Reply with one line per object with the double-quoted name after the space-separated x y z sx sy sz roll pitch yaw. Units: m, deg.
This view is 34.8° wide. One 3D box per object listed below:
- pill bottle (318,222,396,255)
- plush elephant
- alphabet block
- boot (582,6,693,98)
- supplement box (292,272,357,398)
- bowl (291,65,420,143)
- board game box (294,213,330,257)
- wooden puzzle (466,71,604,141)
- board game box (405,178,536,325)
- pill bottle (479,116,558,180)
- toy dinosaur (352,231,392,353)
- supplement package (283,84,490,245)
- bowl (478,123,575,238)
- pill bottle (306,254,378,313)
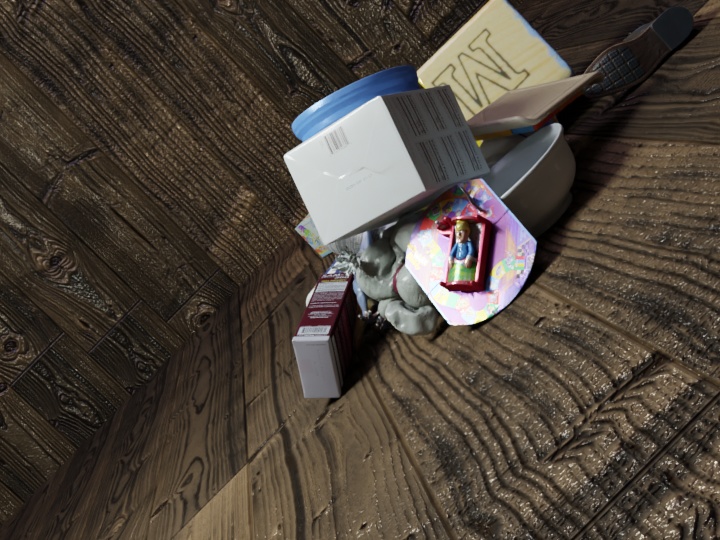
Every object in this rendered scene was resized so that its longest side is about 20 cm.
0.037 -0.058 1.881 0.199 0.113 0.113 22 59 35 "pill bottle"
0.078 0.007 1.635 0.199 0.154 0.166 -1 -72 -48 "plush elephant"
0.243 -0.322 1.985 0.200 0.197 0.195 -43 -14 10 "alphabet block"
0.435 -0.338 1.809 0.200 0.075 0.097 -34 1 18 "boot"
-0.048 0.098 1.794 0.061 0.109 0.200 -2 29 14 "supplement box"
-0.003 -0.234 1.677 0.200 0.040 0.201 -25 -3 -2 "bowl"
-0.050 -0.146 2.854 0.200 0.103 0.105 -50 11 -26 "board game box"
0.242 -0.238 1.718 0.200 0.037 0.185 -32 18 -35 "wooden puzzle"
0.130 -0.029 1.492 0.158 0.039 0.200 -46 51 15 "board game box"
0.240 -0.176 1.788 0.112 0.112 0.200 -37 13 37 "pill bottle"
0.000 0.000 1.791 0.200 0.105 0.182 -42 54 36 "toy dinosaur"
0.040 -0.153 1.638 0.191 0.148 0.200 -26 -3 34 "supplement package"
0.230 -0.104 1.598 0.201 0.090 0.201 -43 10 9 "bowl"
0.002 0.014 1.984 0.200 0.111 0.111 -52 12 -34 "pill bottle"
